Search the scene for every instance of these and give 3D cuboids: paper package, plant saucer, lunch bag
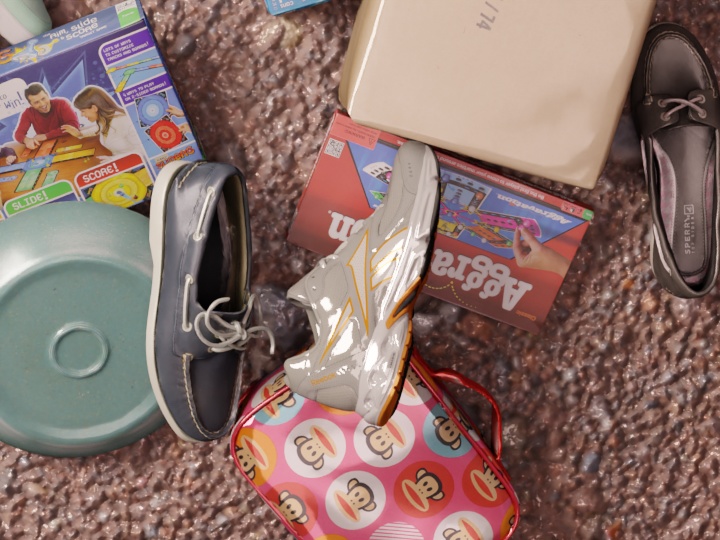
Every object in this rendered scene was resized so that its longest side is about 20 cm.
[{"bbox_3d":[0.097,-0.178,1.153,0.190,0.103,0.200,16,99,-7],"label":"paper package"},{"bbox_3d":[-0.199,0.051,1.186,0.200,0.036,0.200,-5,113,-11],"label":"plant saucer"},{"bbox_3d":[0.019,0.136,1.220,0.176,0.082,0.200,-35,101,2],"label":"lunch bag"}]

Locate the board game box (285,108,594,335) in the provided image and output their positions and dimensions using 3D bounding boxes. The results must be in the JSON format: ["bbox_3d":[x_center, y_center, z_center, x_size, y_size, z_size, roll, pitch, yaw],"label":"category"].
[{"bbox_3d":[0.057,-0.034,1.216,0.200,0.019,0.103,20,107,-8],"label":"board game box"}]

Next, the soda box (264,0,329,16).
[{"bbox_3d":[-0.058,-0.278,1.140,0.068,0.064,0.200,-16,102,-2],"label":"soda box"}]

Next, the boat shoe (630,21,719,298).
[{"bbox_3d":[0.234,-0.077,1.207,0.067,0.057,0.200,-7,102,-3],"label":"boat shoe"}]

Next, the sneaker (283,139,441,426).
[{"bbox_3d":[0.000,0.000,1.151,0.092,0.076,0.200,13,76,5],"label":"sneaker"}]

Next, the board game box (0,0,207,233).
[{"bbox_3d":[-0.218,-0.089,1.152,0.200,0.034,0.135,-21,128,-1],"label":"board game box"}]

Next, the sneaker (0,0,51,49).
[{"bbox_3d":[-0.222,-0.252,1.123,0.118,0.074,0.201,-21,100,6],"label":"sneaker"}]

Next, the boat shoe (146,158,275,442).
[{"bbox_3d":[-0.101,0.024,1.159,0.062,0.075,0.200,6,98,38],"label":"boat shoe"}]
